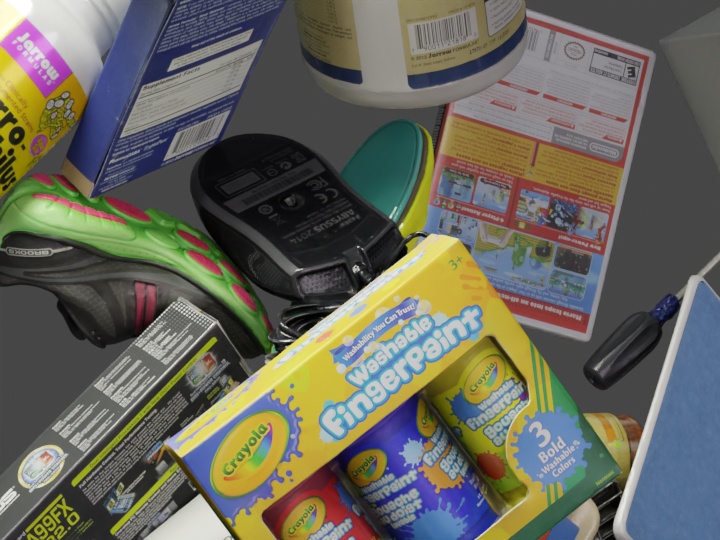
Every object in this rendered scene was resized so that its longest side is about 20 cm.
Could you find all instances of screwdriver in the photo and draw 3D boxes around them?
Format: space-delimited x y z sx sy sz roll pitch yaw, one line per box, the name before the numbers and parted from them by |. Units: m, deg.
screwdriver | 0.222 0.006 1.839 0.200 0.028 0.029 -46 136 -13

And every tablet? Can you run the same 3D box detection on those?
tablet | 0.224 0.119 1.800 0.130 0.014 0.201 46 52 -38

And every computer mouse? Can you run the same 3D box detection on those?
computer mouse | -0.035 -0.011 1.661 0.138 0.200 0.053 -24 136 -22

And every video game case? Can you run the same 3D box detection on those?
video game case | 0.110 -0.067 1.795 0.142 0.017 0.201 16 85 -23

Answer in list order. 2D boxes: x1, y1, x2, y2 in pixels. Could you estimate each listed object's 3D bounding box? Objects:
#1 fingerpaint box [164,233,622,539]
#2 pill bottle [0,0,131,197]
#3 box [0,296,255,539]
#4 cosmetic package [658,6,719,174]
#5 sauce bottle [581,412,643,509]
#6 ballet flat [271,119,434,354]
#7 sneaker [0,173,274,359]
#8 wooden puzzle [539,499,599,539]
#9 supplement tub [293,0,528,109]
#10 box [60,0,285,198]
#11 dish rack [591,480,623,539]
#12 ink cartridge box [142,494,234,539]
fingerpaint box | 0.018 0.105 1.541 0.200 0.073 0.167 -37 100 -8
pill bottle | -0.221 -0.105 1.602 0.200 0.104 0.104 -46 108 -16
box | -0.131 0.141 1.646 0.200 0.044 0.161 -46 132 -15
cosmetic package | 0.343 -0.149 1.796 0.199 0.199 0.124 -32 103 -19
sauce bottle | 0.090 0.125 1.765 0.199 0.066 0.067 0 91 -26
ballet flat | 0.000 0.000 1.722 0.067 0.066 0.201 55 50 -46
sneaker | -0.141 0.008 1.669 0.199 0.077 0.084 26 111 -26
wooden puzzle | 0.054 0.185 1.640 0.200 0.046 0.186 37 80 -42
supplement tub | 0.023 -0.215 1.653 0.144 0.144 0.201 -22 124 -21
box | -0.097 -0.138 1.602 0.032 0.200 0.121 45 41 17
dish rack | 0.131 0.235 1.772 0.153 0.054 0.201 -31 116 -21
ink cartridge box | -0.029 0.209 1.669 0.145 0.084 0.201 -38 126 -21
